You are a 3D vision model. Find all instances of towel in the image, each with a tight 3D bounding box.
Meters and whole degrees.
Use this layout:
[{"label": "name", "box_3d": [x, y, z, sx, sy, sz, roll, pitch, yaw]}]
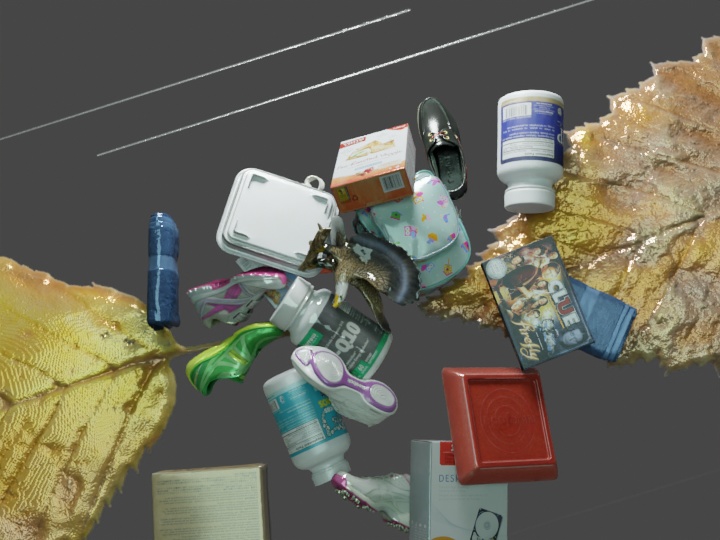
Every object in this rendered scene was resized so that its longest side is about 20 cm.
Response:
[{"label": "towel", "box_3d": [-0.354, 0.004, 1.676, 0.048, 0.112, 0.202, 0, 81, -3]}, {"label": "towel", "box_3d": [0.384, 0.076, 1.660, 0.199, 0.049, 0.112, 26, 85, 6]}]

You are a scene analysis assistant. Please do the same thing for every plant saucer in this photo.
[{"label": "plant saucer", "box_3d": [0.246, 0.258, 1.585, 0.198, 0.037, 0.202, 3, 66, -24]}]

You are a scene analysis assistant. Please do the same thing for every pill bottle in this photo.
[{"label": "pill bottle", "box_3d": [0.305, -0.210, 1.671, 0.118, 0.120, 0.202, 2, 82, 4]}, {"label": "pill bottle", "box_3d": [-0.086, 0.270, 1.628, 0.110, 0.111, 0.201, -24, 82, 0]}, {"label": "pill bottle", "box_3d": [-0.052, 0.105, 1.630, 0.199, 0.113, 0.114, 33, 85, -6]}]

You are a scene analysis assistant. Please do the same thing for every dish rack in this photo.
[{"label": "dish rack", "box_3d": [-0.143, -0.093, 1.658, 0.198, 0.044, 0.173, 18, 67, -6]}]

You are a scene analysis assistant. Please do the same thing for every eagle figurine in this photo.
[{"label": "eagle figurine", "box_3d": [-0.003, 0.007, 1.590, 0.199, 0.152, 0.152, 22, 97, -7]}]

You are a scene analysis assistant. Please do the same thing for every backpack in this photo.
[{"label": "backpack", "box_3d": [0.101, -0.059, 1.646, 0.175, 0.153, 0.201, -28, 89, -13]}]

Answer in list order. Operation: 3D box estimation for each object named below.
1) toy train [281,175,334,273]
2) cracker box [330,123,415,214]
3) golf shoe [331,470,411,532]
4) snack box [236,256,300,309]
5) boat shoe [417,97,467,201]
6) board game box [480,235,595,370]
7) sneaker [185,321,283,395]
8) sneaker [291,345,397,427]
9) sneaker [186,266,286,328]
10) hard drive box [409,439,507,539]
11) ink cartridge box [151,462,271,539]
[{"label": "toy train", "box_3d": [-0.098, -0.067, 1.712, 0.149, 0.056, 0.202, -14, 74, -17]}, {"label": "cracker box", "box_3d": [0.026, -0.182, 1.639, 0.133, 0.200, 0.058, -14, 117, 12]}, {"label": "golf shoe", "box_3d": [0.037, 0.379, 1.601, 0.199, 0.075, 0.092, 35, 71, -26]}, {"label": "snack box", "box_3d": [-0.139, 0.036, 1.709, 0.072, 0.024, 0.200, -40, 81, -4]}, {"label": "boat shoe", "box_3d": [0.153, -0.230, 1.714, 0.073, 0.063, 0.203, -14, 79, 4]}, {"label": "board game box", "box_3d": [0.308, 0.056, 1.625, 0.134, 0.035, 0.201, -21, 82, 1]}, {"label": "sneaker", "box_3d": [-0.217, 0.158, 1.675, 0.199, 0.074, 0.084, -32, 78, 8]}, {"label": "sneaker", "box_3d": [-0.039, 0.205, 1.579, 0.199, 0.100, 0.075, 33, 46, -6]}, {"label": "sneaker", "box_3d": [-0.214, 0.050, 1.677, 0.199, 0.081, 0.089, -16, 94, 26]}, {"label": "hard drive box", "box_3d": [0.167, 0.392, 1.584, 0.155, 0.077, 0.202, 4, 81, -22]}, {"label": "ink cartridge box", "box_3d": [-0.260, 0.429, 1.633, 0.198, 0.075, 0.166, -4, 83, 2]}]
